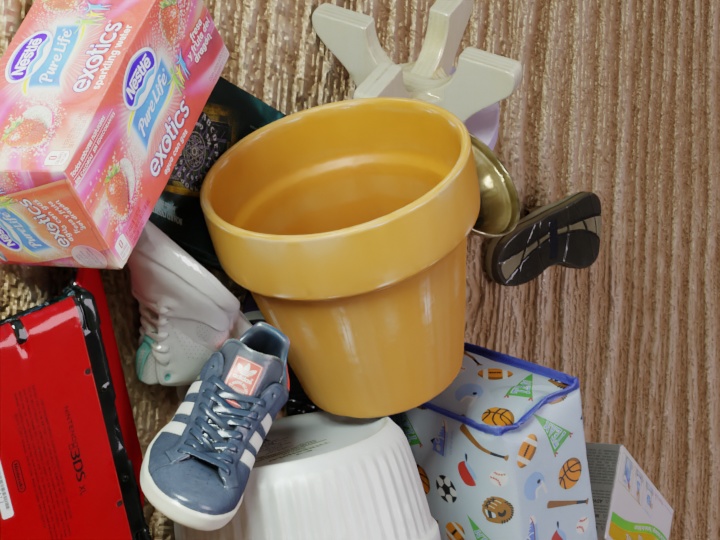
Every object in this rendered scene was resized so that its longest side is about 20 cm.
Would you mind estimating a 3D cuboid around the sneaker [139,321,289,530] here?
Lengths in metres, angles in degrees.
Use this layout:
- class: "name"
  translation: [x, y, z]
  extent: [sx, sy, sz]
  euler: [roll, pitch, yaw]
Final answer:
- class: "sneaker"
  translation: [-0.093, 0.098, 1.527]
  extent: [0.085, 0.075, 0.200]
  euler: [-62, -175, 27]

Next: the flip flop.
- class: "flip flop"
  translation: [0.182, -0.033, 2.253]
  extent: [0.200, 0.057, 0.081]
  euler: [-21, 116, -46]

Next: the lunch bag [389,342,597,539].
- class: "lunch bag"
  translation: [0.082, 0.155, 1.841]
  extent: [0.124, 0.200, 0.171]
  euler: [-25, 121, -35]

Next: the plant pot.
- class: "plant pot"
  translation: [0.000, 0.000, 1.649]
  extent: [0.200, 0.200, 0.184]
  euler: [-55, 139, -48]

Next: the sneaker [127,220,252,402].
- class: "sneaker"
  translation: [-0.133, 0.039, 1.590]
  extent: [0.088, 0.075, 0.200]
  euler: [-44, 146, -7]

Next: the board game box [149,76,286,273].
- class: "board game box"
  translation: [-0.120, -0.078, 1.658]
  extent: [0.200, 0.028, 0.136]
  euler: [27, 69, -61]

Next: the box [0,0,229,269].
- class: "box"
  translation: [-0.178, -0.106, 1.461]
  extent: [0.200, 0.102, 0.095]
  euler: [-67, 146, -35]

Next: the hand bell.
- class: "hand bell"
  translation: [0.025, -0.019, 1.794]
  extent: [0.104, 0.200, 0.104]
  euler: [27, 42, -27]

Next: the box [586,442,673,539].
- class: "box"
  translation: [0.242, 0.259, 2.318]
  extent: [0.200, 0.112, 0.102]
  euler: [49, 49, -55]

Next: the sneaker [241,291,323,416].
- class: "sneaker"
  translation: [-0.031, 0.064, 1.803]
  extent: [0.200, 0.075, 0.088]
  euler: [59, 35, -47]

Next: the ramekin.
- class: "ramekin"
  translation: [-0.046, 0.174, 1.642]
  extent: [0.200, 0.200, 0.105]
  euler: [-27, 108, -61]

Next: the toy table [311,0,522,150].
- class: "toy table"
  translation: [0.045, -0.148, 1.852]
  extent: [0.200, 0.183, 0.117]
  euler: [-66, 163, -47]

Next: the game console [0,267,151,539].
- class: "game console"
  translation: [-0.212, 0.101, 1.497]
  extent: [0.172, 0.119, 0.201]
  euler: [-23, 116, -28]
